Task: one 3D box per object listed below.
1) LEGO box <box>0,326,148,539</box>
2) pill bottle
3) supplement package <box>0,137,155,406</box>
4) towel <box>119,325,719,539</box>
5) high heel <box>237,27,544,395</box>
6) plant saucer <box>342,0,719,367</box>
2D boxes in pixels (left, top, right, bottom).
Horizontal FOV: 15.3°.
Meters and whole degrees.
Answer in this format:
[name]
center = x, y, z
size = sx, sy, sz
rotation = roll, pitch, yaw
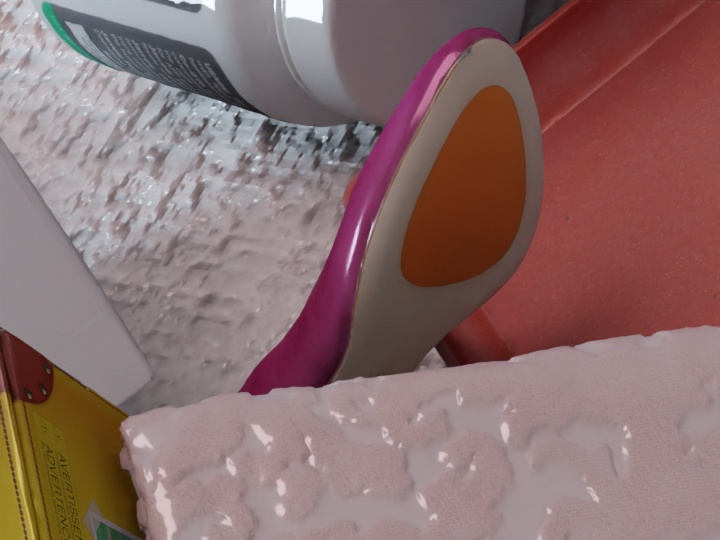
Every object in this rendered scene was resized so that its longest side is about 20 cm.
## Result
[LEGO box]
center = -0.072, 0.137, 0.719
size = 0.077, 0.149, 0.200
rotation = -26, 56, 15
[pill bottle]
center = -0.036, -0.118, 1.037
size = 0.200, 0.113, 0.113
rotation = 21, 70, 49
[supplement package]
center = -0.169, 0.010, 0.977
size = 0.114, 0.110, 0.200
rotation = -35, 17, -10
[towel]
center = 0.052, 0.103, 0.699
size = 0.199, 0.032, 0.191
rotation = -7, 57, -14
[high heel]
center = 0.000, 0.000, 0.870
size = 0.067, 0.200, 0.096
rotation = -10, 35, -30
[plant saucer]
center = 0.109, -0.029, 0.890
size = 0.199, 0.037, 0.200
rotation = -39, 37, 5
